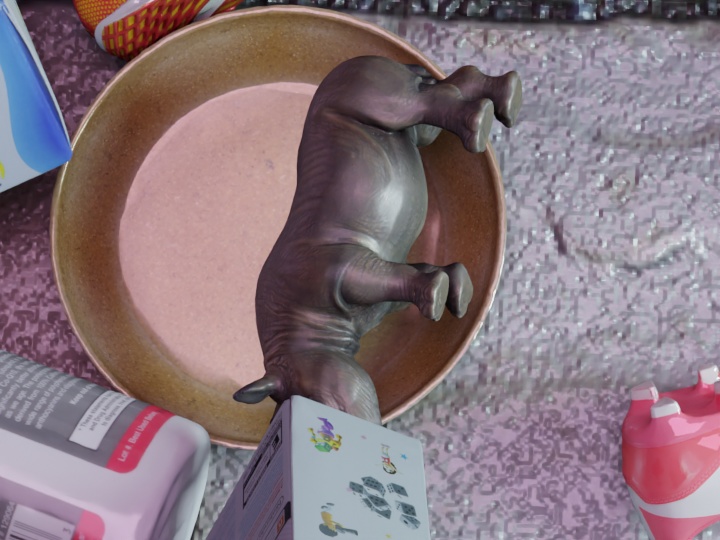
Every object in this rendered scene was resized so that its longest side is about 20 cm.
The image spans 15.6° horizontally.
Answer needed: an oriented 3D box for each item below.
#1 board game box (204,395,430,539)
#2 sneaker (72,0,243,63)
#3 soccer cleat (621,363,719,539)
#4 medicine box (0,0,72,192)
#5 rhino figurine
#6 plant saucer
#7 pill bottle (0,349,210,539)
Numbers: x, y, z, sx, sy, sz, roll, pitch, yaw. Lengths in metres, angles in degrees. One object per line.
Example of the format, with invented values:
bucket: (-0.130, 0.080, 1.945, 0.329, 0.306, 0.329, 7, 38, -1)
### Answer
board game box: (-0.029, 0.167, 0.997, 0.064, 0.200, 0.148, 21, 120, -15)
sneaker: (-0.043, -0.171, 1.176, 0.200, 0.073, 0.077, -27, 66, -7)
soccer cleat: (0.207, 0.065, 1.111, 0.199, 0.067, 0.077, -14, 106, -6)
medicine box: (-0.249, -0.099, 1.119, 0.199, 0.103, 0.182, -24, 51, -3)
rhino figurine: (0.000, 0.000, 1.096, 0.087, 0.060, 0.201, 12, 78, 20)
plant saucer: (-0.036, -0.016, 1.152, 0.199, 0.035, 0.201, -1, 76, 3)
pill bottle: (-0.172, 0.083, 1.095, 0.199, 0.111, 0.111, 20, 78, 8)
